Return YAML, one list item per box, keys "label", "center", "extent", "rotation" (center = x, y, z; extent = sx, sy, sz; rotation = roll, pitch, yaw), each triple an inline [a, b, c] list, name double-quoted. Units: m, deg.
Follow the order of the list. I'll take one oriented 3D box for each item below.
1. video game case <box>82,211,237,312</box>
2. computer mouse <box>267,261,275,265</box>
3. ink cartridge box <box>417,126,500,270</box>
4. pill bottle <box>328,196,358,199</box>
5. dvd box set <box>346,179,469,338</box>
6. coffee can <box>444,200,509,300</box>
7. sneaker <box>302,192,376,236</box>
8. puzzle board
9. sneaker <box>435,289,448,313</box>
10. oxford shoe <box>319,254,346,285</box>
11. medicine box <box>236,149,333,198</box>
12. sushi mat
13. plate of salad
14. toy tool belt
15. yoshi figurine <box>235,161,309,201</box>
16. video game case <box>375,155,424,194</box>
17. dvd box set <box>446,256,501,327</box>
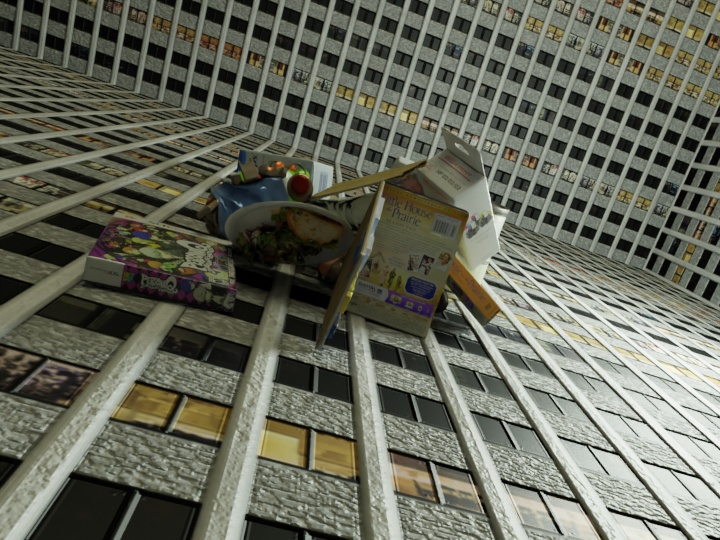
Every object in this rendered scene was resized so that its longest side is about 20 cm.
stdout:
- label: "video game case"
  center: [-0.259, -0.016, 0.723]
  extent: [0.176, 0.037, 0.201]
  rotation: [15, 16, -20]
- label: "computer mouse"
  center: [-0.140, -0.052, 0.986]
  extent: [0.107, 0.045, 0.198]
  rotation: [25, 21, 27]
- label: "ink cartridge box"
  center: [0.158, -0.116, 0.875]
  extent: [0.067, 0.203, 0.116]
  rotation: [-31, 41, -7]
- label: "pill bottle"
  center: [-0.017, -0.101, 1.161]
  extent: [0.111, 0.118, 0.199]
  rotation: [23, 16, 16]
- label: "dvd box set"
  center: [0.065, -0.015, 0.808]
  extent: [0.141, 0.206, 0.029]
  rotation: [17, 15, -2]
- label: "coffee can"
  center: [0.215, -0.058, 1.140]
  extent: [0.142, 0.206, 0.147]
  rotation: [17, 14, -5]
- label: "sneaker"
  center: [-0.044, -0.090, 0.943]
  extent: [0.126, 0.083, 0.197]
  rotation: [-14, 15, -34]
- label: "puzzle board"
  center: [-0.008, -0.012, 0.700]
  extent: [0.017, 0.153, 0.202]
  rotation: [23, 33, -6]
- label: "sneaker"
  center: [0.067, 0.033, 0.912]
  extent: [0.075, 0.117, 0.201]
  rotation: [3, -40, 54]
- label: "oxford shoe"
  center: [0.000, 0.000, 0.966]
  extent: [0.073, 0.072, 0.198]
  rotation: [44, 27, 14]
- label: "medicine box"
  center: [-0.184, -0.229, 1.329]
  extent: [0.193, 0.107, 0.182]
  rotation: [10, 9, 11]
- label: "sushi mat"
  center: [0.011, -0.147, 0.876]
  extent: [0.195, 0.012, 0.095]
  rotation: [-7, 18, 39]
- label: "plate of salad"
  center: [-0.106, -0.042, 0.797]
  extent: [0.192, 0.050, 0.201]
  rotation: [1, -24, 0]
- label: "toy tool belt"
  center: [-0.163, -0.115, 0.860]
  extent: [0.195, 0.129, 0.123]
  rotation: [-23, -2, -10]
- label: "yoshi figurine"
  center: [-0.168, -0.124, 0.997]
  extent: [0.196, 0.115, 0.111]
  rotation: [-27, 42, -31]
- label: "video game case"
  center: [0.112, -0.105, 0.994]
  extent: [0.194, 0.184, 0.024]
  rotation: [17, 44, -20]
- label: "dvd box set"
  center: [0.160, 0.006, 0.918]
  extent: [0.201, 0.029, 0.146]
  rotation: [51, 0, 14]
